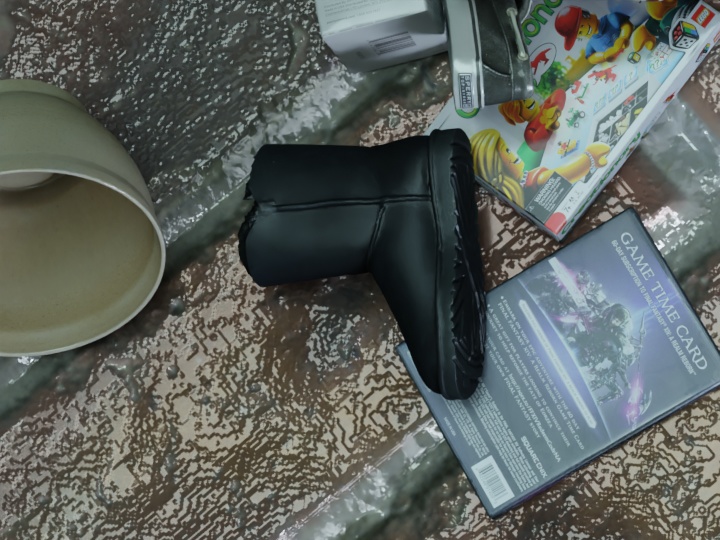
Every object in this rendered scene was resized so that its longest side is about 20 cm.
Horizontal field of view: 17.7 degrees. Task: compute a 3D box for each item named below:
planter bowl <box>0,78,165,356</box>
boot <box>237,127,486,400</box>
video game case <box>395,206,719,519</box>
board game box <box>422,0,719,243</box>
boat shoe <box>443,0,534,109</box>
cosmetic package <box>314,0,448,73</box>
[{"bbox_3d":[-0.246,-0.052,1.676,0.199,0.201,0.135,-18,50,8],"label":"planter bowl"},{"bbox_3d":[0.000,0.000,1.652,0.167,0.076,0.201,-7,79,20],"label":"boot"},{"bbox_3d":[0.144,0.066,1.649,0.199,0.019,0.143,-31,76,4],"label":"video game case"},{"bbox_3d":[0.155,-0.137,1.674,0.126,0.035,0.200,37,89,16],"label":"board game box"},{"bbox_3d":[0.092,-0.192,1.658,0.063,0.071,0.201,-4,51,1],"label":"boat shoe"},{"bbox_3d":[0.004,-0.259,1.692,0.084,0.108,0.201,-13,76,10],"label":"cosmetic package"}]
